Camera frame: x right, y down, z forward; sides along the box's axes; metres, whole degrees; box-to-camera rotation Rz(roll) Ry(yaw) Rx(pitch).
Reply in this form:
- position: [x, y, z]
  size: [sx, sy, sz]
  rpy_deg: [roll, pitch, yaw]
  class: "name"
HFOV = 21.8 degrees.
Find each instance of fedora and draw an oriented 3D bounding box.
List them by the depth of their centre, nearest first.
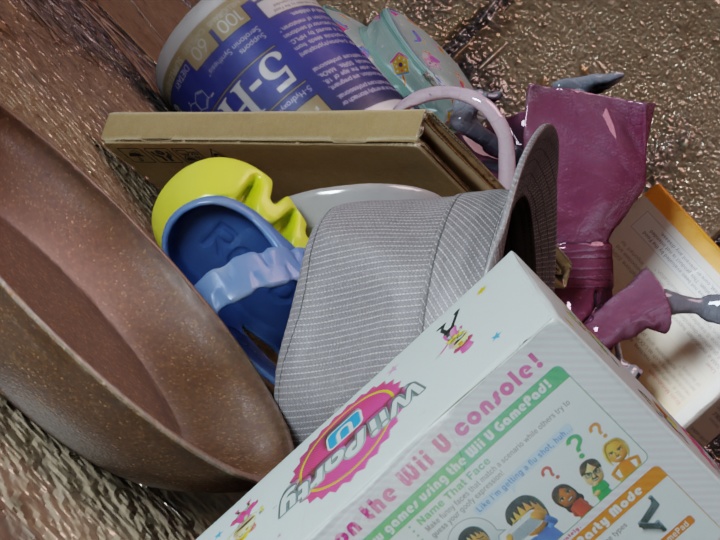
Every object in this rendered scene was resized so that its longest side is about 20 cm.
- position: [0.021, 0.040, 0.728]
  size: [0.177, 0.090, 0.201]
  rpy_deg: [-61, 153, -58]
  class: "fedora"

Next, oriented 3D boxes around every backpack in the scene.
- position: [0.015, -0.164, 1.773]
  size: [0.200, 0.153, 0.176]
  rpy_deg: [41, 12, 9]
  class: "backpack"

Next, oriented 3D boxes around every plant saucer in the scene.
- position: [-0.103, 0.008, 0.637]
  size: [0.200, 0.037, 0.200]
  rpy_deg: [46, 8, -9]
  class: "plant saucer"

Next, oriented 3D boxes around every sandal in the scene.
- position: [-0.012, 0.037, 0.826]
  size: [0.200, 0.080, 0.087]
  rpy_deg: [32, 26, -12]
  class: "sandal"

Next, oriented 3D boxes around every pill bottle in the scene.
- position: [-0.031, -0.089, 1.221]
  size: [0.200, 0.120, 0.120]
  rpy_deg: [49, 8, 17]
  class: "pill bottle"

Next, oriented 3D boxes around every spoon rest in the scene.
- position: [0.000, 0.000, 0.933]
  size: [0.200, 0.099, 0.061]
  rpy_deg: [78, 6, -65]
  class: "spoon rest"

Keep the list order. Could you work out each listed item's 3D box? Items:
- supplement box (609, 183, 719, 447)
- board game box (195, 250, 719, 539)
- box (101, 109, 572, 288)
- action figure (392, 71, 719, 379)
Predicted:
- position: [0.152, 0.065, 1.130]
  size: [0.126, 0.200, 0.074]
  rpy_deg: [50, 6, 23]
  class: "supplement box"
- position: [0.064, 0.117, 0.573]
  size: [0.200, 0.147, 0.064]
  rpy_deg: [45, 9, -19]
  class: "board game box"
- position: [-0.012, -0.036, 0.972]
  size: [0.199, 0.021, 0.163]
  rpy_deg: [3, -23, 35]
  class: "box"
- position: [0.115, -0.007, 1.025]
  size: [0.149, 0.134, 0.201]
  rpy_deg: [0, 82, -49]
  class: "action figure"
